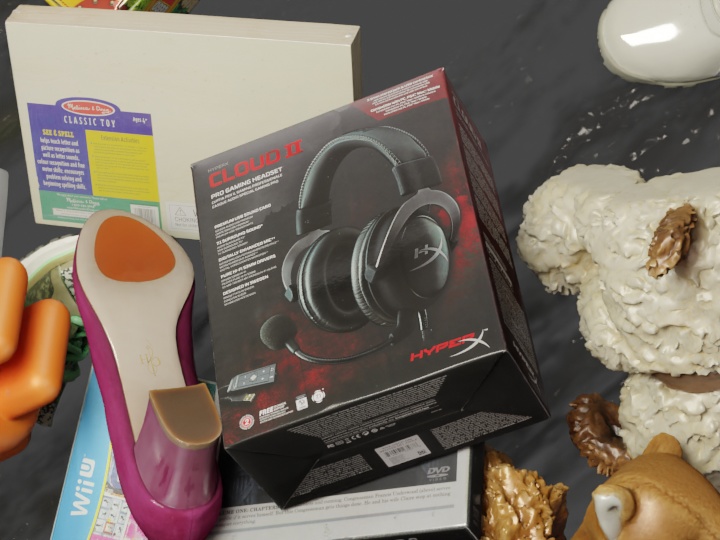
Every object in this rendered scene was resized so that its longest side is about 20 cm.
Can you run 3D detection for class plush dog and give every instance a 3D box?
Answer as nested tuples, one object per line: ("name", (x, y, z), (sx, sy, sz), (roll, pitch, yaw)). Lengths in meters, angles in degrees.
("plush dog", (0.182, 0.034, 1.018), (0.199, 0.161, 0.173), (-11, 108, 15))

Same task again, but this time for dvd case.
("dvd case", (-0.005, 0.055, 1.040), (0.149, 0.025, 0.201), (-9, 55, 20))

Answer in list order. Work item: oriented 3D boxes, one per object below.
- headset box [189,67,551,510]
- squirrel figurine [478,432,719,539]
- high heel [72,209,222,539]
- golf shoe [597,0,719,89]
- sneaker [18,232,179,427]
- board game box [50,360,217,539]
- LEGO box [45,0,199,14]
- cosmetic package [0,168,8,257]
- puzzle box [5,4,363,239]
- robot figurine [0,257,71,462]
("headset box", (0.000, 0.000, 1.010), (0.148, 0.077, 0.201), (-19, 54, 13))
("squirrel figurine", (0.101, 0.165, 0.989), (0.199, 0.141, 0.188), (28, 118, 25))
("high heel", (-0.117, 0.057, 1.035), (0.067, 0.097, 0.201), (0, 40, -18))
("golf shoe", (0.216, -0.155, 1.042), (0.199, 0.097, 0.079), (-17, 81, 14))
("sneaker", (-0.180, 0.043, 1.138), (0.199, 0.077, 0.089), (-29, 78, 18))
("board game box", (-0.065, 0.141, 1.100), (0.199, 0.064, 0.149), (12, 86, 16))
("LEGO box", (-0.164, -0.241, 1.160), (0.200, 0.077, 0.149), (41, 95, 15))
("cosmetic package", (-0.320, -0.035, 1.167), (0.199, 0.101, 0.072), (2, 84, 14))
("puzzle box", (-0.095, -0.080, 1.107), (0.199, 0.025, 0.134), (6, 125, 12))
("robot figurine", (-0.253, 0.059, 1.065), (0.199, 0.144, 0.117), (-21, 82, 23))
